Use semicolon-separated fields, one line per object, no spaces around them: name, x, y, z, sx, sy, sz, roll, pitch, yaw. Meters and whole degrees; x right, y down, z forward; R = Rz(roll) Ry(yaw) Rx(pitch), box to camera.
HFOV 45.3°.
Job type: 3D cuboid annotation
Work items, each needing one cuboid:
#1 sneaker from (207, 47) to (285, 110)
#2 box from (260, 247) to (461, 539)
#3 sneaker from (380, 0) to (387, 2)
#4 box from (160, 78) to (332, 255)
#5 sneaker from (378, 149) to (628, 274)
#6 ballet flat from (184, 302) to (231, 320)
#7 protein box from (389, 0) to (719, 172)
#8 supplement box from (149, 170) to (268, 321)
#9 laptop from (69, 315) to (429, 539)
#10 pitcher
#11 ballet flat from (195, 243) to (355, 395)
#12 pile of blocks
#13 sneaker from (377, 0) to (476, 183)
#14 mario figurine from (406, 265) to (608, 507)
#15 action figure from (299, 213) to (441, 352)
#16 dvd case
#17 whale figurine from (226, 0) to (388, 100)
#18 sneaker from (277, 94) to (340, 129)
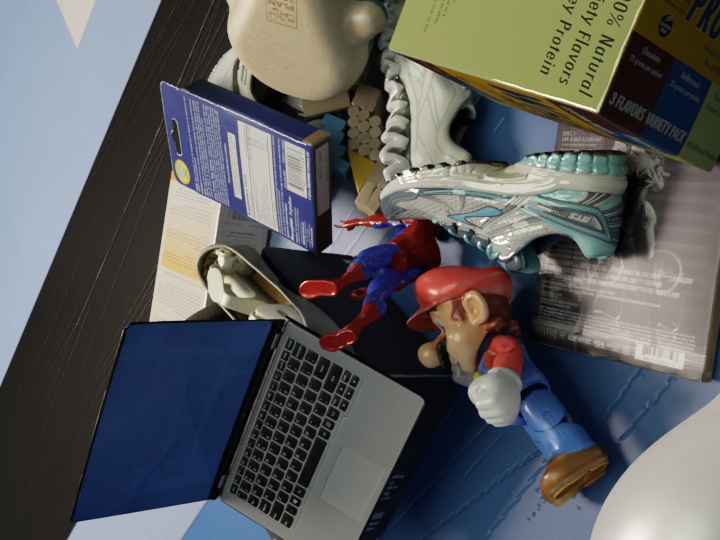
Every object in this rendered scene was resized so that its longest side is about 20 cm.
sneaker;-0.074;-0.230;0.859;0.087;0.075;0.202;21;86;42
box;-0.038;0.116;0.802;0.197;0.117;0.201;46;119;42
sneaker;0.031;-0.309;0.807;0.115;0.075;0.200;-38;28;3
box;-0.110;-0.106;0.830;0.199;0.032;0.122;26;136;28
sneaker;0.098;-0.039;0.642;0.198;0.077;0.087;-2;93;37
ballet flat;-0.133;0.049;0.872;0.046;0.199;0.068;25;139;39
protein box;0.157;-0.200;0.569;0.200;0.134;0.200;33;105;48
supplement box;-0.176;-0.007;1.006;0.125;0.073;0.202;18;100;49
laptop;-0.085;0.142;0.648;0.199;0.116;0.189;28;116;11
pitcher;0.235;0.148;0.489;0.171;0.121;0.201;34;101;29
ballet flat;-0.081;0.040;0.722;0.200;0.063;0.068;41;112;43
pile of blocks;-0.008;-0.135;0.823;0.081;0.062;0.202;-10;72;6
sneaker;0.061;-0.158;0.756;0.080;0.075;0.202;-10;71;22
mario figurine;0.093;0.086;0.651;0.201;0.105;0.124;58;145;27
action figure;0.000;0.000;0.711;0.098;0.200;0.066;-10;105;35
dvd case;0.194;-0.035;0.617;0.148;0.016;0.203;11;96;51
whale figurine;-0.045;-0.243;0.728;0.158;0.104;0.201;19;145;14
sneaker;-0.099;-0.115;0.924;0.199;0.075;0.116;-7;79;46
